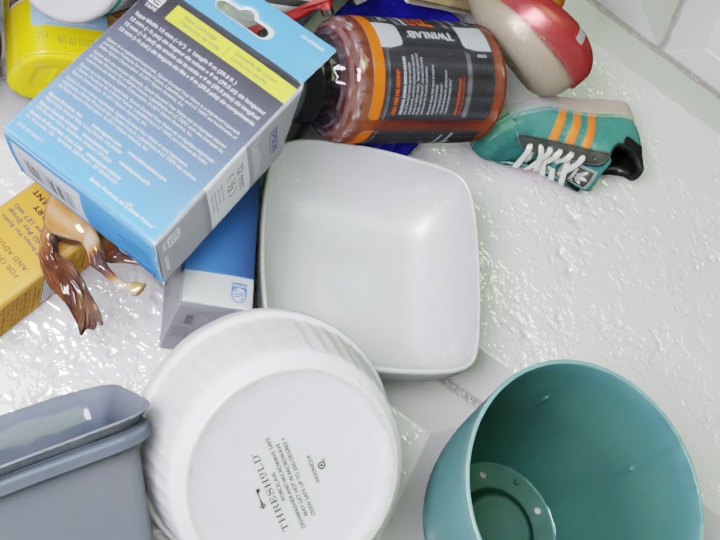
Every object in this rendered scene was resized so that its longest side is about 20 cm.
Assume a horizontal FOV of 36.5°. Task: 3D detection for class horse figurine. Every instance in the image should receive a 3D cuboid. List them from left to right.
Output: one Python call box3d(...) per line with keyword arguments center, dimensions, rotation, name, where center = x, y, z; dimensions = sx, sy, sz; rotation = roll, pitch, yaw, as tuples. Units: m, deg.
box3d(center=(-0.177, -0.056, 0.815), dimensions=(0.131, 0.050, 0.201), rotation=(29, 71, 15), name="horse figurine")

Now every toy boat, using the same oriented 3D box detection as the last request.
box3d(center=(0.177, -0.263, 1.037), dimensions=(0.130, 0.130, 0.202), rotation=(40, 26, -34), name="toy boat")

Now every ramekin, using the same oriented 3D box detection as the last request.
box3d(center=(-0.060, 0.134, 0.789), dimensions=(0.199, 0.094, 0.207), rotation=(-4, 101, -19), name="ramekin")

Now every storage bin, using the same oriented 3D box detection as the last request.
box3d(center=(-0.235, 0.176, 0.738), dimensions=(0.197, 0.145, 0.137), rotation=(-17, 101, -28), name="storage bin")

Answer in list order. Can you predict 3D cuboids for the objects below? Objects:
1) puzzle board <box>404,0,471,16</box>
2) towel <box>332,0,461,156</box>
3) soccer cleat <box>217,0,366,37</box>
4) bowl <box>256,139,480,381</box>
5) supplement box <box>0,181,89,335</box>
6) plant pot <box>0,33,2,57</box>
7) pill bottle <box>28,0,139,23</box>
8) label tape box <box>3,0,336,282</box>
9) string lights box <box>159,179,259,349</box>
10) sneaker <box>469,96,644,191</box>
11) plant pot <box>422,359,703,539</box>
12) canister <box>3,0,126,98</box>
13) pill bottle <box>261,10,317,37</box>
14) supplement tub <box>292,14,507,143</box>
box3d(center=(0.066, -0.324, 1.078), dimensions=(0.199, 0.017, 0.153), rotation=(-11, 79, -59), name="puzzle board")
box3d(center=(0.026, -0.198, 1.049), dimensions=(0.147, 0.050, 0.200), rotation=(43, 59, -1), name="towel")
box3d(center=(-0.085, -0.235, 0.902), dimensions=(0.197, 0.069, 0.087), rotation=(-21, 104, -6), name="soccer cleat")
box3d(center=(0.000, 0.000, 0.936), dimensions=(0.196, 0.075, 0.203), rotation=(9, 64, -19), name="bowl")
box3d(center=(-0.284, 0.012, 0.819), dimensions=(0.067, 0.069, 0.200), rotation=(44, 60, 2), name="supplement box")
box3d(center=(-0.354, -0.217, 0.801), dimensions=(0.197, 0.196, 0.204), rotation=(3, 68, -7), name="plant pot")
box3d(center=(-0.173, -0.265, 0.843), dimensions=(0.113, 0.113, 0.200), rotation=(44, 33, 1), name="pill bottle")
box3d(center=(-0.131, -0.114, 0.783), dimensions=(0.142, 0.066, 0.201), rotation=(35, 66, 13), name="label tape box")
box3d(center=(-0.121, -0.046, 0.889), dimensions=(0.058, 0.103, 0.204), rotation=(9, 65, -17), name="string lights box")
box3d(center=(0.200, -0.120, 1.073), dimensions=(0.197, 0.072, 0.081), rotation=(-7, 66, -26), name="sneaker")
box3d(center=(0.138, 0.192, 0.856), dimensions=(0.197, 0.161, 0.204), rotation=(9, 65, -19), name="plant pot")
box3d(center=(-0.236, -0.248, 0.939), dimensions=(0.146, 0.086, 0.204), rotation=(2, 68, -30), name="canister")
box3d(center=(-0.062, -0.301, 1.023), dimensions=(0.108, 0.109, 0.201), rotation=(37, 59, -3), name="pill bottle")
box3d(center=(0.022, -0.163, 0.938), dimensions=(0.197, 0.107, 0.109), rotation=(-4, 69, -31), name="supplement tub")
